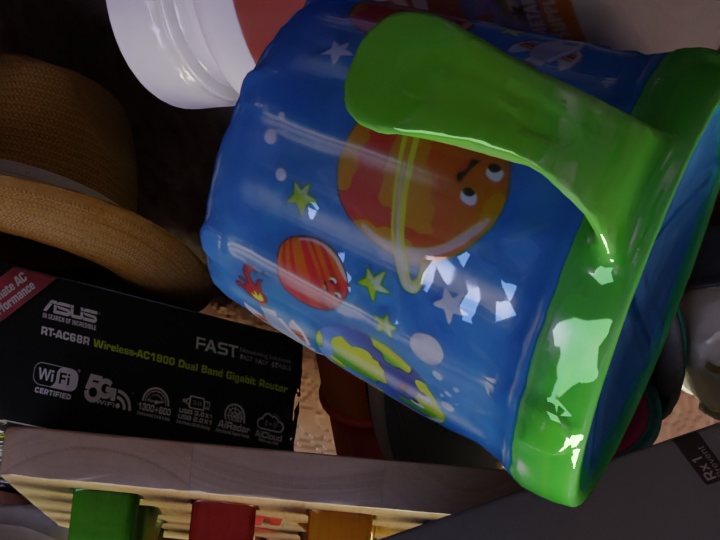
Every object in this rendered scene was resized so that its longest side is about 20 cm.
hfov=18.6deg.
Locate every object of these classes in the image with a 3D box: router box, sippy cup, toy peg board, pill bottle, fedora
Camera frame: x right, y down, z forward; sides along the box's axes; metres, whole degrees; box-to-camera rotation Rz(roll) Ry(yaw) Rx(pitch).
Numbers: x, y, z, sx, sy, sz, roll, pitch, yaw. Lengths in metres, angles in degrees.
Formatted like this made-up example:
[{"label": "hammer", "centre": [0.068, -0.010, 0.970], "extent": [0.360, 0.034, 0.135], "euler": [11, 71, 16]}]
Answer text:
[{"label": "router box", "centre": [-0.140, 0.051, 0.917], "extent": [0.149, 0.062, 0.200], "euler": [16, 163, -35]}, {"label": "sippy cup", "centre": [0.029, -0.017, 0.646], "extent": [0.130, 0.140, 0.178], "euler": [21, 129, 14]}, {"label": "toy peg board", "centre": [-0.031, 0.129, 0.843], "extent": [0.198, 0.098, 0.200], "euler": [5, 169, 0]}, {"label": "pill bottle", "centre": [0.016, -0.105, 0.737], "extent": [0.199, 0.112, 0.113], "euler": [-4, 122, 34]}, {"label": "fedora", "centre": [-0.146, -0.036, 0.890], "extent": [0.200, 0.082, 0.201], "euler": [9, 166, 2]}]

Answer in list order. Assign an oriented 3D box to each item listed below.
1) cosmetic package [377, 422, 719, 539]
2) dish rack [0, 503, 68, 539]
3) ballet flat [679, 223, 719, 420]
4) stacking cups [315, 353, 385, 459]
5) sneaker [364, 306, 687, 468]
[{"label": "cosmetic package", "centre": [0.087, 0.124, 0.707], "extent": [0.107, 0.199, 0.090], "euler": [56, 145, 30]}, {"label": "dish rack", "centre": [-0.126, 0.160, 1.040], "extent": [0.200, 0.044, 0.171], "euler": [39, 153, -32]}, {"label": "ballet flat", "centre": [0.159, 0.022, 0.782], "extent": [0.199, 0.073, 0.073], "euler": [1, 125, 32]}, {"label": "stacking cups", "centre": [0.000, 0.000, 0.880], "extent": [0.060, 0.061, 0.201], "euler": [13, 136, 23]}, {"label": "sneaker", "centre": [0.061, 0.040, 0.811], "extent": [0.083, 0.121, 0.201], "euler": [-2, 132, -18]}]
